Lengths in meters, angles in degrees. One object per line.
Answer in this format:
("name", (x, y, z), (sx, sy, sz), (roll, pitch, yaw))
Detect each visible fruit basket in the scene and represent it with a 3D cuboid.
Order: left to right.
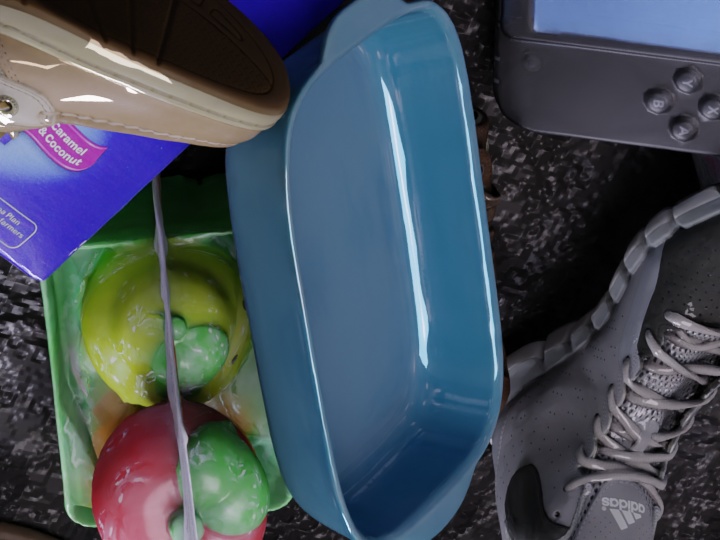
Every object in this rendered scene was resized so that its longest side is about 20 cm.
("fruit basket", (-0.058, 0.064, 1.059), (0.093, 0.200, 0.186), (-8, 126, -9))

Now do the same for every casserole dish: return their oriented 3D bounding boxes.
("casserole dish", (0.000, 0.000, 1.020), (0.039, 0.121, 0.201), (7, 118, 30))

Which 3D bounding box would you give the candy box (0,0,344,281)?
("candy box", (-0.100, -0.120, 0.991), (0.200, 0.077, 0.169), (-40, 124, 15))

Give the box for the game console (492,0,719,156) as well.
("game console", (0.123, -0.105, 0.997), (0.175, 0.116, 0.201), (8, 122, 12))

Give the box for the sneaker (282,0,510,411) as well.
("sneaker", (0.026, -0.020, 1.106), (0.075, 0.070, 0.200), (-32, 129, 1))

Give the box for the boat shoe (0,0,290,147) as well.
("boat shoe", (-0.121, -0.075, 0.928), (0.199, 0.072, 0.065), (17, 124, -16))

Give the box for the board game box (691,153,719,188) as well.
("board game box", (0.241, -0.025, 1.182), (0.199, 0.043, 0.199), (-21, 127, -1))

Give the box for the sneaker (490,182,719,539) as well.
("sneaker", (0.114, 0.058, 1.120), (0.075, 0.116, 0.200), (20, 141, -21))

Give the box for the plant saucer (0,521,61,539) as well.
("plant saucer", (-0.180, 0.186, 1.222), (0.199, 0.030, 0.201), (-9, 127, -11))
